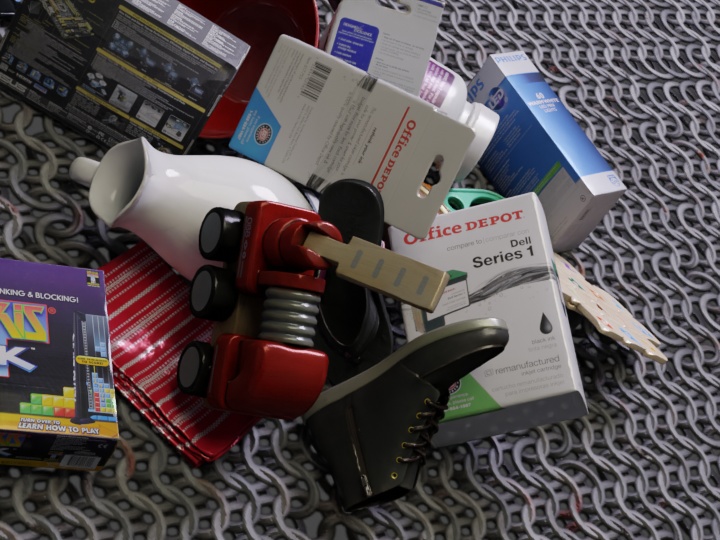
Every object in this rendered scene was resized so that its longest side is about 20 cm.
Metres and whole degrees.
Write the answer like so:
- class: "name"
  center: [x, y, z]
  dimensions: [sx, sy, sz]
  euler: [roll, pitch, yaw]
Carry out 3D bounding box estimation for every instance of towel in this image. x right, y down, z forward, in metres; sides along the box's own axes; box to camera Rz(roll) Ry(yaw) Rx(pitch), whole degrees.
- class: "towel"
  center: [-0.162, 0.068, 1.522]
  dimensions: [0.200, 0.022, 0.145]
  euler: [44, 40, 8]

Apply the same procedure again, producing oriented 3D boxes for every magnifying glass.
- class: "magnifying glass"
  center: [0.090, -0.069, 1.831]
  dimensions: [0.200, 0.022, 0.080]
  euler: [20, 43, -17]

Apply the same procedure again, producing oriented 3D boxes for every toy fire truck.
- class: "toy fire truck"
  center: [-0.040, 0.035, 1.434]
  dimensions: [0.129, 0.200, 0.176]
  euler: [13, 83, -31]

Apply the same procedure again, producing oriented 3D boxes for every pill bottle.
- class: "pill bottle"
  center: [0.038, -0.175, 1.825]
  dimensions: [0.200, 0.112, 0.112]
  euler: [31, 40, -7]

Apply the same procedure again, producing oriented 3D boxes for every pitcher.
- class: "pitcher"
  center: [-0.151, -0.054, 1.580]
  dimensions: [0.200, 0.121, 0.172]
  euler: [22, 0, -34]

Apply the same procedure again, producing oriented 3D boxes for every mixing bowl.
- class: "mixing bowl"
  center: [-0.119, -0.220, 1.722]
  dimensions: [0.200, 0.200, 0.108]
  euler: [49, 10, 14]

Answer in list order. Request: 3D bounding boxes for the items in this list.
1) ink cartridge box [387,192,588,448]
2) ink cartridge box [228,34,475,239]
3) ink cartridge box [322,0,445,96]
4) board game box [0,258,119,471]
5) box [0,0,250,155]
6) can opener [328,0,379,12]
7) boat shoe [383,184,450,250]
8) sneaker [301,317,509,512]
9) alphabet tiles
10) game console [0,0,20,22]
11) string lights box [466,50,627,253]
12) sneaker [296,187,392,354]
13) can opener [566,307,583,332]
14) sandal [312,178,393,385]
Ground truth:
- class: "ink cartridge box"
  center: [0.113, 0.044, 1.608]
  dimensions: [0.146, 0.084, 0.200]
  euler: [-14, 66, 8]
- class: "ink cartridge box"
  center: [-0.001, -0.118, 1.600]
  dimensions: [0.200, 0.116, 0.068]
  euler: [27, 7, 11]
- class: "ink cartridge box"
  center: [0.005, -0.171, 1.678]
  dimensions: [0.099, 0.200, 0.039]
  euler: [17, 7, -8]
- class: "board game box"
  center: [-0.296, 0.068, 1.383]
  dimensions: [0.200, 0.057, 0.165]
  euler: [7, 52, -25]
- class: "box"
  center: [-0.224, -0.190, 1.615]
  dimensions: [0.200, 0.161, 0.049]
  euler: [30, 41, -7]
- class: "can opener"
  center: [0.000, -0.229, 1.719]
  dimensions: [0.066, 0.053, 0.200]
  euler: [-29, 98, -22]
- class: "boat shoe"
  center: [0.060, -0.019, 1.723]
  dimensions: [0.200, 0.072, 0.068]
  euler: [50, 40, 12]
- class: "sneaker"
  center: [0.054, 0.124, 1.511]
  dimensions: [0.075, 0.200, 0.106]
  euler: [26, 37, -62]
- class: "alphabet tiles"
  center: [0.218, 0.025, 1.768]
  dimensions: [0.200, 0.015, 0.196]
  euler: [26, 16, -44]
- class: "game console"
  center: [-0.305, -0.344, 1.737]
  dimensions: [0.200, 0.119, 0.172]
  euler: [-10, 58, -40]
- class: "string lights box"
  center: [0.184, -0.126, 1.889]
  dimensions: [0.059, 0.103, 0.200]
  euler: [-13, 61, -41]
- class: "sneaker"
  center: [0.000, 0.000, 1.664]
  dimensions: [0.082, 0.070, 0.200]
  euler: [-3, 56, -35]
- class: "can opener"
  center: [0.152, 0.078, 1.711]
  dimensions: [0.066, 0.053, 0.200]
  euler: [44, 40, 10]
- class: "sandal"
  center: [-0.015, 0.020, 1.565]
  dimensions: [0.075, 0.200, 0.048]
  euler: [1, 15, 17]
